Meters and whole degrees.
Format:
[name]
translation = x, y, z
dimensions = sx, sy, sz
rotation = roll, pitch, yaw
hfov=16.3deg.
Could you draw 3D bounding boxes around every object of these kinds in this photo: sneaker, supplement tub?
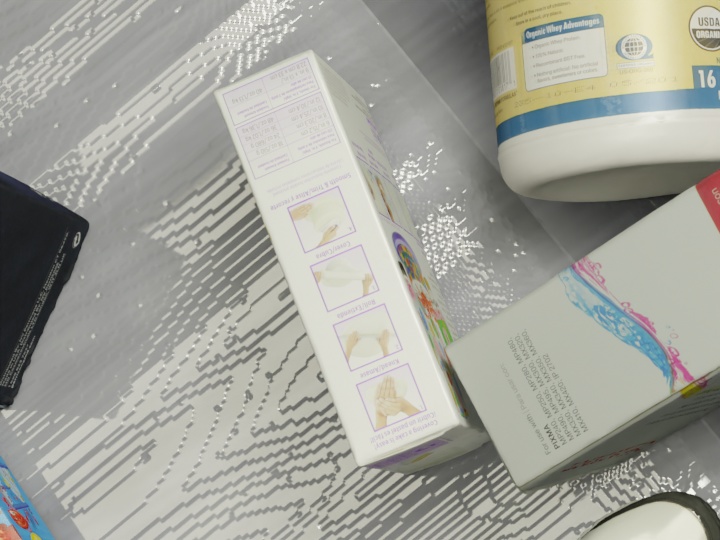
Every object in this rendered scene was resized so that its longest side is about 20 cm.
[sneaker]
translation = 0.101, 0.184, 1.272
dimensions = 0.200, 0.080, 0.074
rotation = -39, 77, 3
[supplement tub]
translation = 0.134, -0.143, 1.265
dimensions = 0.144, 0.145, 0.200
rotation = -6, 84, 10

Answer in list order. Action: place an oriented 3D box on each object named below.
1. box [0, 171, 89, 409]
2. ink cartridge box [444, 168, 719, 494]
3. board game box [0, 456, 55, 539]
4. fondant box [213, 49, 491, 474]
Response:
[box]
translation = -0.273, -0.025, 1.305
dimensions = 0.200, 0.198, 0.123
rotation = 24, 89, 12
[ink cartridge box]
translation = 0.161, 0.019, 1.215
dimensions = 0.200, 0.146, 0.083
rotation = -33, 78, 25
[board game box]
translation = -0.248, 0.201, 1.349
dimensions = 0.200, 0.056, 0.196
rotation = -37, 78, 5
[fondant box]
translation = 0.000, 0.000, 1.276
dimensions = 0.058, 0.144, 0.200
rotation = -24, 80, 7
